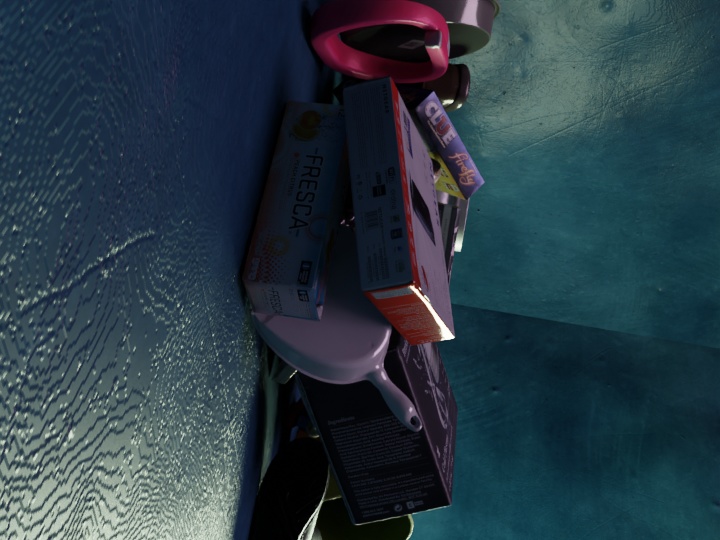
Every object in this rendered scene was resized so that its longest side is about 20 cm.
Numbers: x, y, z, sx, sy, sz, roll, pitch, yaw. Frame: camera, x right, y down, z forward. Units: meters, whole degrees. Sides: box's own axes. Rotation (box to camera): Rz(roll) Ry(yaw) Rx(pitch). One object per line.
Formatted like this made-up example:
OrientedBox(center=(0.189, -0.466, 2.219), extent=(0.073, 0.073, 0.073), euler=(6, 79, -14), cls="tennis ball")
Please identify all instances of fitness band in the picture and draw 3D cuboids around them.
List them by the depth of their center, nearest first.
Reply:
OrientedBox(center=(0.023, -0.239, 0.974), extent=(0.200, 0.141, 0.038), euler=(24, 68, -80), cls="fitness band")

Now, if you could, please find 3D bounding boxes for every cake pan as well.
OrientedBox(center=(0.063, -0.278, 1.055), extent=(0.200, 0.196, 0.038), euler=(20, 68, -85), cls="cake pan")

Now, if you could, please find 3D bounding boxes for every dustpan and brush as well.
OrientedBox(center=(-0.001, 0.075, 0.891), extent=(0.139, 0.200, 0.057), euler=(-41, 177, -24), cls="dustpan and brush")

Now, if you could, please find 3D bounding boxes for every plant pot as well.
OrientedBox(center=(-0.024, 0.302, 1.377), extent=(0.202, 0.183, 0.189), euler=(-97, -172, -46), cls="plant pot")

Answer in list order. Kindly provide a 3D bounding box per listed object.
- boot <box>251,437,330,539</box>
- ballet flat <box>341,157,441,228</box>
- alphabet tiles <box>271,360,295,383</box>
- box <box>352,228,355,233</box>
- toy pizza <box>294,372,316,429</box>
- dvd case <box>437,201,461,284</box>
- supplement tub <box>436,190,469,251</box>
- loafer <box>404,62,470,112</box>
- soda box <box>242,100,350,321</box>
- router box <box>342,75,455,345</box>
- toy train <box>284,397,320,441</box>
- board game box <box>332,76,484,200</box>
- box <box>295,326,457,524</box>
OrientedBox(center=(-0.082, 0.312, 1.135), extent=(0.168, 0.075, 0.203), euler=(69, 37, -73), cls="boot")
OrientedBox(center=(0.005, -0.078, 1.021), extent=(0.066, 0.198, 0.058), euler=(43, -29, 44), cls="ballet flat")
OrientedBox(center=(-0.039, 0.033, 1.018), extent=(0.196, 0.014, 0.201), euler=(-51, -170, 40), cls="alphabet tiles")
OrientedBox(center=(0.000, 0.000, 1.179), extent=(0.040, 0.135, 0.201), euler=(-60, 165, -29), cls="box")
OrientedBox(center=(-0.029, 0.147, 1.162), extent=(0.202, 0.031, 0.201), euler=(58, 16, -28), cls="toy pizza")
OrientedBox(center=(0.035, -0.032, 1.254), extent=(0.016, 0.197, 0.152), euler=(-15, 117, -60), cls="dvd case")
OrientedBox(center=(0.063, -0.105, 1.383), extent=(0.145, 0.196, 0.148), euler=(9, 90, -85), cls="supplement tub")
OrientedBox(center=(0.060, -0.230, 1.169), extent=(0.199, 0.070, 0.075), euler=(-10, -106, 61), cls="loafer")
OrientedBox(center=(-0.053, -0.059, 0.855), extent=(0.064, 0.067, 0.203), euler=(81, 17, -61), cls="soda box")
OrientedBox(center=(0.039, -0.051, 0.880), extent=(0.180, 0.048, 0.204), euler=(48, 34, -65), cls="router box")
OrientedBox(center=(-0.072, 0.240, 1.190), extent=(0.200, 0.083, 0.117), euler=(20, 92, -85), cls="toy train")
OrientedBox(center=(0.055, -0.166, 1.121), extent=(0.136, 0.035, 0.199), euler=(55, -14, -31), cls="board game box")
OrientedBox(center=(0.027, 0.141, 1.052), extent=(0.201, 0.122, 0.199), euler=(-72, 143, -65), cls="box")
